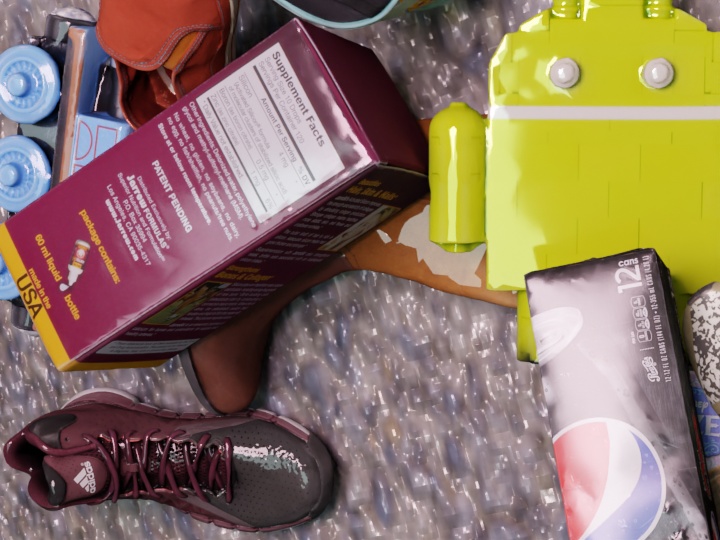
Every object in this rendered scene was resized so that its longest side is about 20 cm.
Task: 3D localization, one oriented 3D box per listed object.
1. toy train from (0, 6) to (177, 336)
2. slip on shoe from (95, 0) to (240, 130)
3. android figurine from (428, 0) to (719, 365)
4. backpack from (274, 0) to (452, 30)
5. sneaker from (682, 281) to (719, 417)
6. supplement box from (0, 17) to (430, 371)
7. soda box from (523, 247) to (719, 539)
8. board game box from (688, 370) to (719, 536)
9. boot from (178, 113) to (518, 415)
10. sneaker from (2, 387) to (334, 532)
[{"bbox_3d":[-0.161,-0.052,0.923,0.114,0.087,0.201,13,101,17],"label":"toy train"},{"bbox_3d":[-0.103,-0.132,0.783,0.074,0.200,0.061,36,68,14],"label":"slip on shoe"},{"bbox_3d":[0.124,-0.052,0.771,0.181,0.041,0.201,3,99,8],"label":"android figurine"},{"bbox_3d":[-0.009,-0.220,0.775,0.200,0.153,0.176,38,119,27],"label":"backpack"},{"bbox_3d":[0.191,0.083,0.661,0.077,0.088,0.201,-44,57,28],"label":"sneaker"},{"bbox_3d":[-0.071,-0.033,0.796,0.200,0.110,0.086,-32,78,17],"label":"supplement box"},{"bbox_3d":[0.127,0.096,0.709,0.063,0.071,0.201,-12,78,15],"label":"soda box"},{"bbox_3d":[0.210,0.149,0.733,0.199,0.041,0.201,0,83,20],"label":"board game box"},{"bbox_3d":[0.000,0.000,0.863,0.199,0.068,0.189,7,90,22],"label":"boot"},{"bbox_3d":[-0.123,0.122,0.904,0.199,0.115,0.076,5,99,28],"label":"sneaker"}]
